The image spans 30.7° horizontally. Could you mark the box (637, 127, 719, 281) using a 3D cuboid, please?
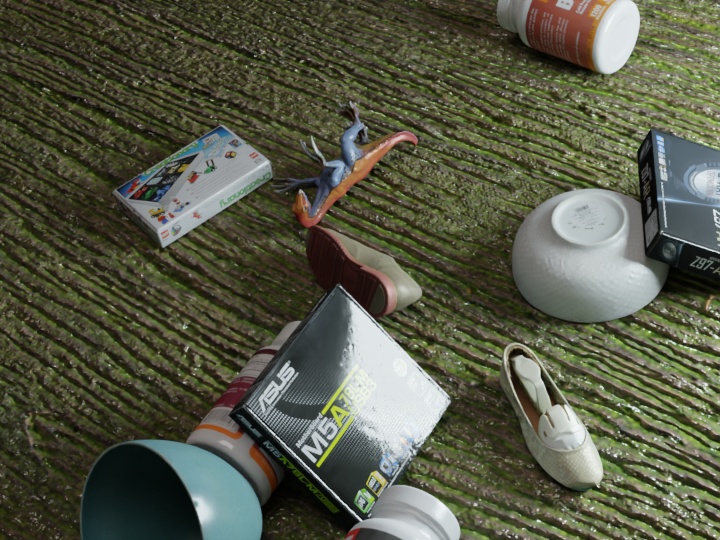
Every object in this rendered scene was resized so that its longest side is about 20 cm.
[{"bbox_3d":[0.428,-0.076,1.632,0.158,0.044,0.202,17,45,-8],"label":"box"}]

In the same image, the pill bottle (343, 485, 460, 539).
[{"bbox_3d":[0.018,0.323,1.309,0.114,0.117,0.201,14,49,24],"label":"pill bottle"}]

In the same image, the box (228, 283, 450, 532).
[{"bbox_3d":[-0.018,0.151,1.459,0.200,0.193,0.047,-50,13,-35],"label":"box"}]

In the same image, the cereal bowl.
[{"bbox_3d":[0.285,-0.034,1.639,0.197,0.084,0.202,-6,45,6],"label":"cereal bowl"}]

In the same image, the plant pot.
[{"bbox_3d":[-0.180,0.269,1.377,0.199,0.203,0.134,30,23,35],"label":"plant pot"}]

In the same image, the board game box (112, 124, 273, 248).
[{"bbox_3d":[-0.239,-0.124,1.880,0.199,0.035,0.126,-34,49,-22],"label":"board game box"}]

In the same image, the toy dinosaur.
[{"bbox_3d":[-0.028,-0.138,1.816,0.197,0.105,0.184,8,66,3],"label":"toy dinosaur"}]

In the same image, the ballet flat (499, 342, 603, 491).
[{"bbox_3d":[0.206,0.160,1.472,0.067,0.063,0.201,-22,45,-11],"label":"ballet flat"}]

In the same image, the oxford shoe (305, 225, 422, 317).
[{"bbox_3d":[0.000,0.000,1.694,0.074,0.071,0.200,-8,34,-37],"label":"oxford shoe"}]

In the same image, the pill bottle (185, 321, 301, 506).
[{"bbox_3d":[-0.102,0.160,1.502,0.113,0.115,0.201,17,50,27],"label":"pill bottle"}]

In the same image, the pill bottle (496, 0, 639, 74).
[{"bbox_3d":[0.306,-0.375,1.959,0.199,0.113,0.112,27,55,33],"label":"pill bottle"}]
